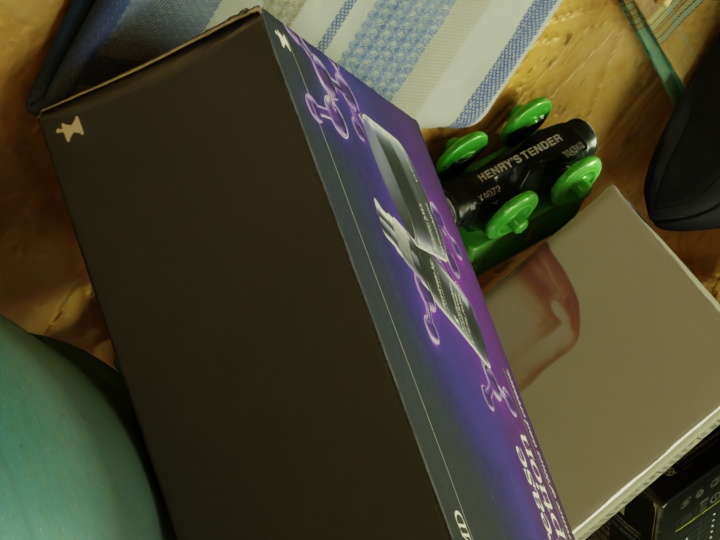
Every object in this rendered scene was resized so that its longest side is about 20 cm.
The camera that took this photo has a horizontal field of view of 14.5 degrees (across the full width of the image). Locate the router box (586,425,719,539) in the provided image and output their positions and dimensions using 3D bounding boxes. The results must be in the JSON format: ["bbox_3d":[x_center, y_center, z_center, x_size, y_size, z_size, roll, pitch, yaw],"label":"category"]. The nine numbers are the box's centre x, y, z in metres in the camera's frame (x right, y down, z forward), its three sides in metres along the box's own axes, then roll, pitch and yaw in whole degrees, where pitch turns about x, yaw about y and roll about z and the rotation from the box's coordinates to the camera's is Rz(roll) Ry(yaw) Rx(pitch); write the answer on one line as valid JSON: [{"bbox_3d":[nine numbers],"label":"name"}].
[{"bbox_3d":[0.180,0.075,1.259,0.200,0.062,0.150,-32,148,-22],"label":"router box"}]

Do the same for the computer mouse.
[{"bbox_3d":[0.145,-0.082,0.986,0.140,0.046,0.201,-9,134,-47],"label":"computer mouse"}]

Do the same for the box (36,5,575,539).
[{"bbox_3d":[-0.004,0.043,0.810,0.079,0.201,0.141,-25,163,16],"label":"box"}]

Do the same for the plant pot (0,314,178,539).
[{"bbox_3d":[-0.136,0.087,0.748,0.200,0.200,0.188,-54,162,17],"label":"plant pot"}]

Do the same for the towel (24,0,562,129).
[{"bbox_3d":[0.004,-0.102,0.842,0.199,0.024,0.147,-3,133,-48],"label":"towel"}]

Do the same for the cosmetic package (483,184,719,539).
[{"bbox_3d":[0.045,0.068,1.008,0.200,0.087,0.103,-40,171,4],"label":"cosmetic package"}]

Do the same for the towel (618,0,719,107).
[{"bbox_3d":[0.164,-0.114,1.037,0.147,0.022,0.200,-45,150,-2],"label":"towel"}]

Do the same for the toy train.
[{"bbox_3d":[0.000,0.000,0.956,0.199,0.042,0.056,-28,158,-28],"label":"toy train"}]
